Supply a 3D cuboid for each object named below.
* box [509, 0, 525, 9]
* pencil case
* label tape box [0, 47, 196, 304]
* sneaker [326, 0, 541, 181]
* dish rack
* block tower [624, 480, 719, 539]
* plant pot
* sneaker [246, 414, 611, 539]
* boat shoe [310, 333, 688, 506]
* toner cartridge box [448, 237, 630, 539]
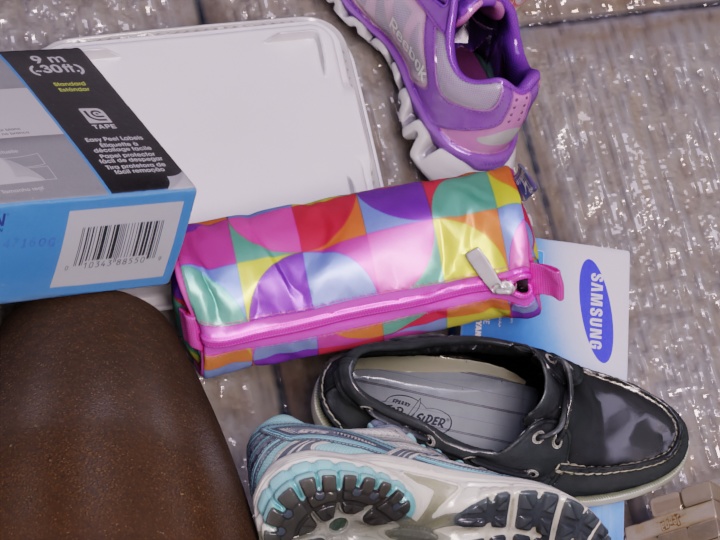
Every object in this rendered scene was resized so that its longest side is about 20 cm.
[{"bbox_3d":[0.055,-0.266,1.306,0.200,0.103,0.095,42,65,11],"label":"box"},{"bbox_3d":[0.000,0.000,1.144,0.199,0.088,0.089,-11,67,-1],"label":"pencil case"},{"bbox_3d":[-0.194,-0.067,1.113,0.143,0.066,0.200,-7,42,-36],"label":"label tape box"},{"bbox_3d":[0.043,-0.148,1.249,0.080,0.089,0.201,-16,68,-32],"label":"sneaker"},{"bbox_3d":[-0.085,-0.067,1.220,0.199,0.044,0.173,-7,65,-14],"label":"dish rack"},{"bbox_3d":[0.184,0.214,1.117,0.054,0.058,0.201,-21,62,28],"label":"block tower"},{"bbox_3d":[-0.132,0.113,1.064,0.186,0.187,0.201,2,50,-9],"label":"plant pot"},{"bbox_3d":[0.034,0.109,1.078,0.199,0.078,0.086,18,24,-29],"label":"sneaker"},{"bbox_3d":[0.076,0.069,1.122,0.198,0.066,0.075,13,63,-2],"label":"boat shoe"},{"bbox_3d":[0.092,0.081,1.181,0.094,0.043,0.201,7,64,-7],"label":"toner cartridge box"}]
